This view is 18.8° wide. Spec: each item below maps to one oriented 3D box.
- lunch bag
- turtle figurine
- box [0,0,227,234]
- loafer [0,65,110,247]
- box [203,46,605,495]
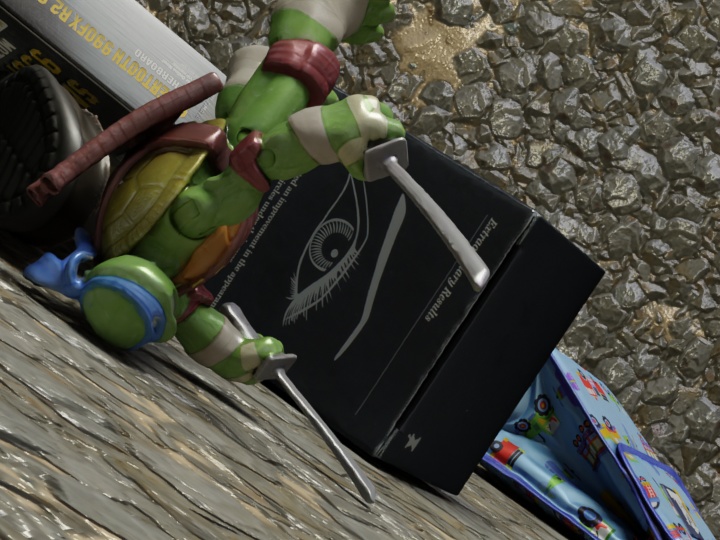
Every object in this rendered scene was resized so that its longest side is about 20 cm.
[{"bbox_3d":[0.172,0.157,1.451,0.200,0.094,0.151,48,6,26],"label":"lunch bag"},{"bbox_3d":[-0.022,-0.022,0.892,0.200,0.194,0.144,6,-43,15],"label":"turtle figurine"},{"bbox_3d":[-0.154,-0.091,1.093,0.158,0.048,0.200,40,-22,-19],"label":"box"},{"bbox_3d":[-0.143,-0.050,0.985,0.071,0.073,0.200,31,2,-24],"label":"loafer"},{"bbox_3d":[0.000,0.000,1.135,0.200,0.148,0.104,35,1,31],"label":"box"}]
